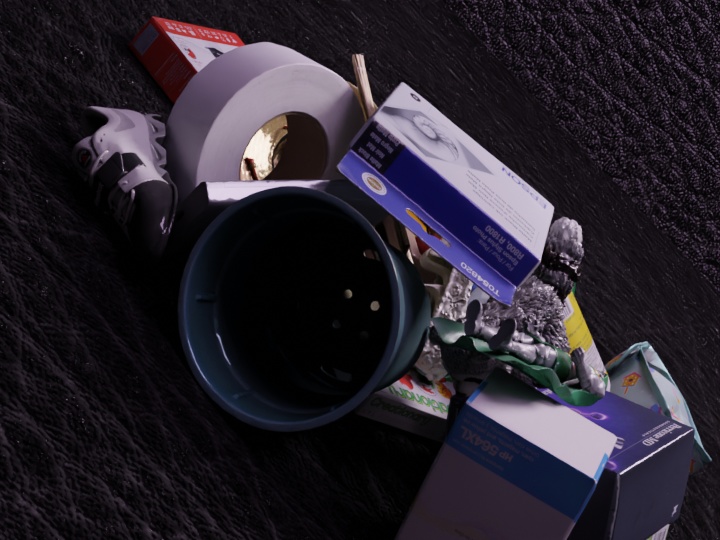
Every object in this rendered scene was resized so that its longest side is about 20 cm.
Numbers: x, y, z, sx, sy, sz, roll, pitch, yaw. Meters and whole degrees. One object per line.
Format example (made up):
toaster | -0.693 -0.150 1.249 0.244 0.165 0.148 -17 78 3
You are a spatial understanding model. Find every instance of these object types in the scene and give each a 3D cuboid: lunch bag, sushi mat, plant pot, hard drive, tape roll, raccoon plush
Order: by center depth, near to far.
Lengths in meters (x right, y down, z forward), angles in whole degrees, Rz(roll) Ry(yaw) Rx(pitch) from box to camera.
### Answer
plant pot | -0.032 0.036 1.272 0.201 0.200 0.196 50 12 14
hard drive | -0.075 -0.048 1.311 0.198 0.132 0.027 -3 72 -31
raccoon plush | 0.133 0.027 1.357 0.134 0.096 0.202 30 65 -51
tape roll | -0.092 -0.114 1.393 0.202 0.204 0.071 25 5 -46
sushi mat | 0.022 -0.104 1.408 0.096 0.012 0.202 76 -1 -77
lunch bag | 0.293 0.179 1.668 0.122 0.170 0.201 45 17 -25

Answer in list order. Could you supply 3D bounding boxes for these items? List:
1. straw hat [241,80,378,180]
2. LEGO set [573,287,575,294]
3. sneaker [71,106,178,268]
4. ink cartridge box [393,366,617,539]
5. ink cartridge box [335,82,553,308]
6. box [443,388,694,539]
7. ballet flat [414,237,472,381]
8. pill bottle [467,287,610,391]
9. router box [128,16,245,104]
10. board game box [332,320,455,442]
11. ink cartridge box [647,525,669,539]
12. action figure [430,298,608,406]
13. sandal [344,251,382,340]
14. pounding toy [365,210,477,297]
straw hat | -0.063 -0.115 1.611 0.201 0.201 0.085 45 -25 -1
LEGO set | 0.181 0.053 1.697 0.115 0.202 0.154 11 24 20
sneaker | -0.218 -0.078 1.292 0.088 0.074 0.201 15 33 -27
ink cartridge box | 0.111 0.209 1.219 0.124 0.201 0.128 30 17 10
ink cartridge box | 0.084 -0.075 1.299 0.199 0.041 0.200 39 25 -5
box | 0.198 0.182 1.388 0.199 0.106 0.147 21 25 35
ballet flat | 0.087 0.015 1.495 0.071 0.071 0.202 33 60 -32
pill bottle | 0.199 0.101 1.540 0.114 0.113 0.202 -65 132 -70
router box | -0.157 -0.209 1.691 0.180 0.049 0.200 51 20 13
board game box | 0.044 0.113 1.483 0.199 0.035 0.127 23 29 -46
ink cartridge box | 0.209 0.256 1.507 0.198 0.077 0.147 17 5 29
action figure | 0.162 0.079 1.258 0.118 0.055 0.199 31 3 42
sandal | 0.001 0.001 1.482 0.079 0.057 0.202 21 31 -39
pounding toy | 0.069 -0.018 1.638 0.184 0.142 0.201 36 22 -27
